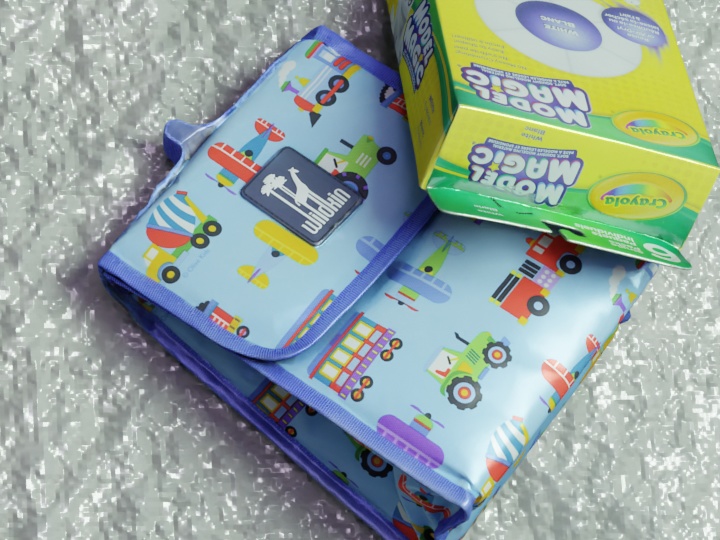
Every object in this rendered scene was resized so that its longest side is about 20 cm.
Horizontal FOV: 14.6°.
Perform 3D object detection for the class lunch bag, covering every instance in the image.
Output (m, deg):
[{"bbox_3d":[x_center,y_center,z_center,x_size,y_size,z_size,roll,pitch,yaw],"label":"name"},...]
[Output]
[{"bbox_3d":[0.000,0.000,1.166,0.200,0.094,0.151,36,67,7],"label":"lunch bag"}]

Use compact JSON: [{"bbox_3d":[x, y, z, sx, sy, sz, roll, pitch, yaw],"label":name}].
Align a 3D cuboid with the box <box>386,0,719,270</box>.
[{"bbox_3d":[0.076,-0.078,1.163,0.117,0.048,0.200,13,36,-16],"label":"box"}]
